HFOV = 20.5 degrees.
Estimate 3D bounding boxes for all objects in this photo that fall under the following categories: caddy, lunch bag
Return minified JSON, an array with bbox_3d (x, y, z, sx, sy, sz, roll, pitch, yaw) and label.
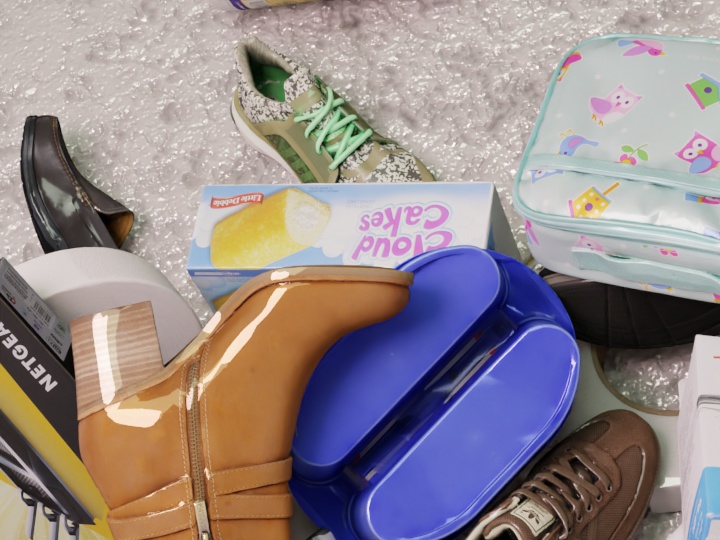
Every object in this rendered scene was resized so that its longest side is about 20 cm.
[{"bbox_3d":[0.041,0.075,1.171,0.141,0.105,0.200,45,85,5],"label":"caddy"},{"bbox_3d":[0.196,-0.058,1.164,0.198,0.077,0.161,8,54,26],"label":"lunch bag"}]

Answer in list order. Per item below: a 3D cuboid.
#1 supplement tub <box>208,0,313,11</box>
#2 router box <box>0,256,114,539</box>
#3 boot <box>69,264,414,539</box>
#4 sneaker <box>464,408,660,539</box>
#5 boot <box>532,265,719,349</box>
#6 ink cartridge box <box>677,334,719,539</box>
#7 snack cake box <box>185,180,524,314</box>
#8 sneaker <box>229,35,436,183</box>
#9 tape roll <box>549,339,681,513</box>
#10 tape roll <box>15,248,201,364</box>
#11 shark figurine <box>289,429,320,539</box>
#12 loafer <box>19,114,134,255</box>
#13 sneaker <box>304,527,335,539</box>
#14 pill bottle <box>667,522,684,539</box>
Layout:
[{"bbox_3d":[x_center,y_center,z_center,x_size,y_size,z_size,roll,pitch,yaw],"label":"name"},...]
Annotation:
[{"bbox_3d":[-0.022,-0.273,1.461,0.198,0.146,0.147,-6,57,14],"label":"supplement tub"},{"bbox_3d":[-0.200,0.119,1.145,0.157,0.200,0.052,-38,14,12],"label":"router box"},{"bbox_3d":[-0.053,0.083,1.081,0.198,0.077,0.157,-13,84,-8],"label":"boot"},{"bbox_3d":[0.107,0.151,1.140,0.070,0.076,0.200,37,70,17],"label":"sneaker"},{"bbox_3d":[0.207,-0.037,1.243,0.202,0.074,0.155,-8,52,12],"label":"boot"},{"bbox_3d":[0.236,0.100,1.092,0.115,0.068,0.201,6,33,2],"label":"ink cartridge box"},{"bbox_3d":[0.000,0.000,1.297,0.198,0.115,0.068,-1,58,18],"label":"snack cake box"},{"bbox_3d":[-0.029,-0.098,1.384,0.199,0.089,0.077,36,73,32],"label":"sneaker"},{"bbox_3d":[0.200,0.052,1.250,0.201,0.037,0.204,-8,56,12],"label":"tape roll"},{"bbox_3d":[-0.190,0.079,1.243,0.202,0.203,0.037,-38,51,-9],"label":"tape roll"},{"bbox_3d":[-0.078,0.094,1.224,0.213,0.090,0.128,31,32,-1],"label":"shark figurine"},{"bbox_3d":[-0.194,-0.028,1.409,0.072,0.073,0.201,-16,64,-4],"label":"loafer"},{"bbox_3d":[-0.058,0.249,1.134,0.087,0.075,0.200,41,89,7],"label":"sneaker"},{"bbox_3d":[0.252,0.220,1.079,0.199,0.114,0.114,26,69,29],"label":"pill bottle"}]
